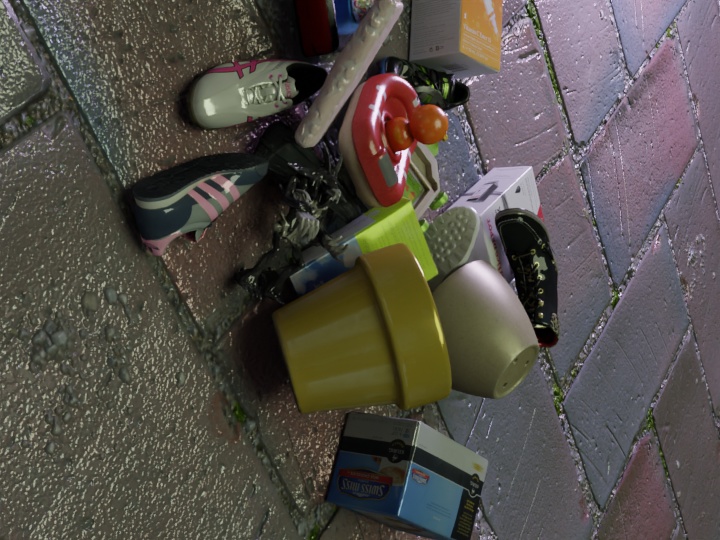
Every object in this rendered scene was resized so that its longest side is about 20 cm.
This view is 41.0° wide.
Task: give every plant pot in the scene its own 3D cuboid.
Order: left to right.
[{"bbox_3d":[-0.006,0.089,1.201,0.186,0.201,0.203,-17,108,-6],"label":"plant pot"}]

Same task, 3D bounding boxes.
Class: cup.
[{"bbox_3d":[0.182,0.108,1.442,0.199,0.143,0.202,-35,149,-25],"label":"cup"}]

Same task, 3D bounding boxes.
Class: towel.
[{"bbox_3d":[-0.012,-0.255,1.208,0.201,0.032,0.191,-58,-176,16],"label":"towel"}]

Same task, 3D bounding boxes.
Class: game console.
[{"bbox_3d":[-0.031,-0.392,1.263,0.117,0.172,0.203,-14,102,-18],"label":"game console"}]

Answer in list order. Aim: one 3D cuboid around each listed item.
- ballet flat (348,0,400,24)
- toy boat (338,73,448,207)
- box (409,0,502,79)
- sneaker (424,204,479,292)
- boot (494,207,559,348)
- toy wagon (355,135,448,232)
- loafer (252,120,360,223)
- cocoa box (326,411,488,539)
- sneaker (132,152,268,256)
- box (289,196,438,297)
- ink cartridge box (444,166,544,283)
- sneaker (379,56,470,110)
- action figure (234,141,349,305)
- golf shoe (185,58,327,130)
[{"bbox_3d":[0.034,-0.393,1.337,0.201,0.063,0.077,-66,145,-57],"label":"ballet flat"},{"bbox_3d":[0.055,-0.183,1.277,0.201,0.129,0.131,-76,147,-50],"label":"toy boat"},{"bbox_3d":[0.152,-0.417,1.507,0.124,0.097,0.203,7,84,-51],"label":"box"},{"bbox_3d":[0.127,-0.011,1.455,0.080,0.076,0.202,-8,131,-55],"label":"sneaker"},{"bbox_3d":[0.267,0.012,1.511,0.204,0.073,0.155,50,36,-46],"label":"boot"},{"bbox_3d":[0.067,-0.150,1.422,0.156,0.039,0.201,51,50,-17],"label":"toy wagon"},{"bbox_3d":[-0.071,-0.116,1.262,0.070,0.068,0.200,-47,136,1],"label":"loafer"},{"bbox_3d":[0.071,0.300,1.376,0.199,0.132,0.133,35,64,-45],"label":"cocoa box"},{"bbox_3d":[-0.184,-0.082,1.123,0.199,0.070,0.083,-27,128,-45],"label":"sneaker"},{"bbox_3d":[0.000,0.000,1.307,0.199,0.048,0.123,-32,116,-16],"label":"box"},{"bbox_3d":[0.227,-0.068,1.612,0.200,0.082,0.148,-42,122,-44],"label":"ink cartridge box"},{"bbox_3d":[0.097,-0.282,1.449,0.198,0.082,0.072,2,88,-51],"label":"sneaker"},{"bbox_3d":[-0.066,-0.052,1.185,0.118,0.102,0.201,27,97,-51],"label":"action figure"},{"bbox_3d":[-0.124,-0.222,1.166,0.199,0.091,0.074,-31,114,-45],"label":"golf shoe"}]
